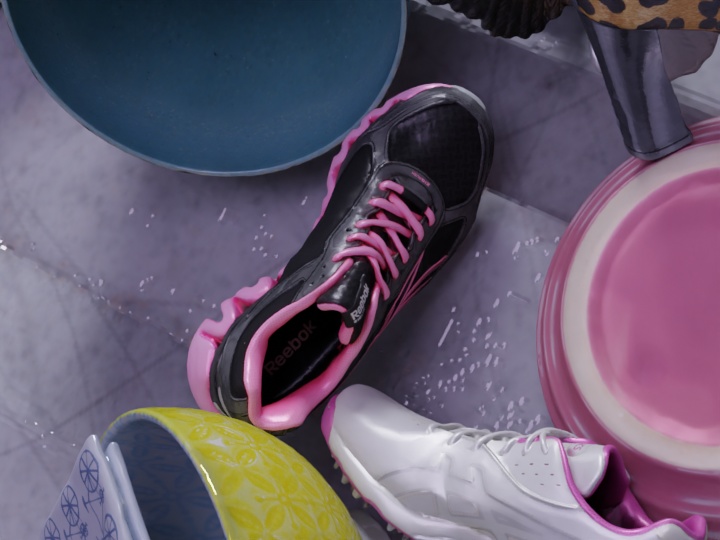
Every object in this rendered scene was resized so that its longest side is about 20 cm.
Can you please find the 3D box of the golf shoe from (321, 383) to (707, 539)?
[{"bbox_3d":[0.071,0.098,0.972,0.200,0.075,0.092,36,110,24],"label":"golf shoe"}]

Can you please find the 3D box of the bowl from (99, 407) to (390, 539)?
[{"bbox_3d":[-0.042,0.156,0.985,0.200,0.107,0.202,21,114,59],"label":"bowl"}]

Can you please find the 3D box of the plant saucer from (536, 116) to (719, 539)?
[{"bbox_3d":[0.168,0.021,0.972,0.199,0.051,0.202,-7,72,23],"label":"plant saucer"}]

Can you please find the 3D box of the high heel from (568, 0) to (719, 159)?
[{"bbox_3d":[0.181,-0.150,0.949,0.199,0.143,0.071,-34,45,-8],"label":"high heel"}]

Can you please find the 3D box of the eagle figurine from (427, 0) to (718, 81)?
[{"bbox_3d":[0.079,-0.180,0.991,0.150,0.200,0.153,1,75,25],"label":"eagle figurine"}]

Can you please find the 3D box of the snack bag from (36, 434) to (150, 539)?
[{"bbox_3d":[-0.118,0.204,1.001,0.190,0.021,0.200,67,148,27],"label":"snack bag"}]

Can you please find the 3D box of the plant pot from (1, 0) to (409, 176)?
[{"bbox_3d":[-0.066,-0.167,1.083,0.199,0.201,0.135,-16,31,21],"label":"plant pot"}]

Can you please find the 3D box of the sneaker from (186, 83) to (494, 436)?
[{"bbox_3d":[0.000,0.000,1.019,0.079,0.095,0.201,37,88,-12],"label":"sneaker"}]
